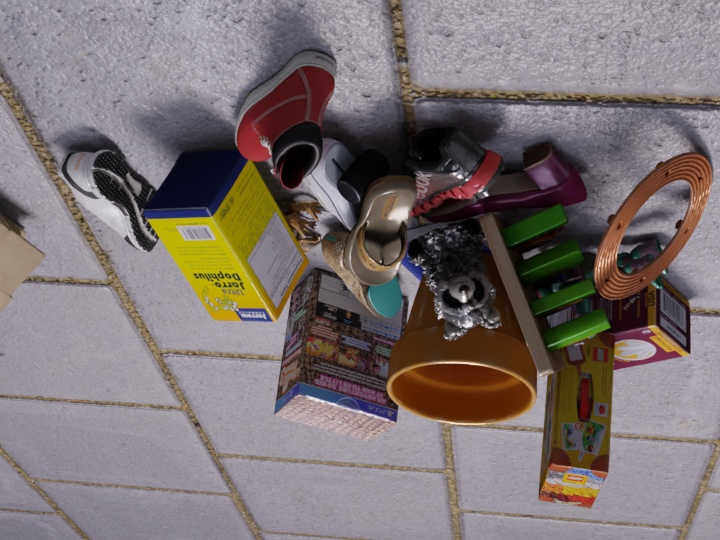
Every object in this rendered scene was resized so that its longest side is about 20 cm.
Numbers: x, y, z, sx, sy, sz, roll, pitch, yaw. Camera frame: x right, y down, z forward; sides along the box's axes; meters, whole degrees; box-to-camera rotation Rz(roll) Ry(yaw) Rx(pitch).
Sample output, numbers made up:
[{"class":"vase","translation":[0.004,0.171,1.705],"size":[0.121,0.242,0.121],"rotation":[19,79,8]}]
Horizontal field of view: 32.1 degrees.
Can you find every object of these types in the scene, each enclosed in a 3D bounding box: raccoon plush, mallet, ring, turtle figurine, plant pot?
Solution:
[{"class":"raccoon plush","translation":[0.136,0.014,1.548],"size":[0.096,0.136,0.200],"rotation":[-22,172,21]},{"class":"mallet","translation":[0.022,-0.071,1.560],"size":[0.041,0.066,0.201],"rotation":[27,159,30]},{"class":"ring","translation":[0.343,-0.054,1.479],"size":[0.019,0.200,0.201],"rotation":[42,172,34]},{"class":"turtle figurine","translation":[0.302,0.021,1.653],"size":[0.198,0.150,0.101],"rotation":[-22,118,27]},{"class":"plant pot","translation":[0.140,0.083,1.680],"size":[0.197,0.185,0.201],"rotation":[5,151,3]}]

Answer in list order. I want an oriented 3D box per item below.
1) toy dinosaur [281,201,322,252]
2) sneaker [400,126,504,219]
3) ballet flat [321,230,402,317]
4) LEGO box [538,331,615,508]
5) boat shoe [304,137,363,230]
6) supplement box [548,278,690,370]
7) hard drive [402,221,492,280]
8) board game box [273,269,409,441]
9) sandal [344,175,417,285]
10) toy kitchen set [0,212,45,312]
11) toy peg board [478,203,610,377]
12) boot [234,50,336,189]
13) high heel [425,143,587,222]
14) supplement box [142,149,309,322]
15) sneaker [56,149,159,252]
[{"class":"toy dinosaur","translation":[-0.113,-0.064,1.657],"size":[0.105,0.061,0.199],"rotation":[-15,144,38]},{"class":"sneaker","translation":[0.082,-0.121,1.498],"size":[0.098,0.071,0.200],"rotation":[41,153,-19]},{"class":"ballet flat","translation":[0.000,0.000,1.762],"size":[0.065,0.071,0.200],"rotation":[22,159,33]},{"class":"LEGO box","translation":[0.297,0.203,1.720],"size":[0.076,0.202,0.149],"rotation":[7,152,4]},{"class":"boat shoe","translation":[-0.024,-0.110,1.560],"size":[0.066,0.074,0.200],"rotation":[23,161,33]},{"class":"supplement box","translation":[0.357,0.081,1.784],"size":[0.198,0.087,0.110],"rotation":[-16,144,37]},{"class":"hard drive","translation":[0.140,-0.004,1.743],"size":[0.131,0.026,0.200],"rotation":[-12,146,31]},{"class":"board game box","translation":[-0.027,0.125,1.835],"size":[0.158,0.202,0.097],"rotation":[18,150,-19]},{"class":"sandal","translation":[0.029,-0.036,1.509],"size":[0.079,0.055,0.201],"rotation":[-7,147,-16]},{"class":"toy kitchen set","translation":[-0.593,-0.024,1.752],"size":[0.163,0.200,0.180],"rotation":[39,176,40]},{"class":"toy peg board","translation":[0.238,0.016,1.540],"size":[0.097,0.202,0.199],"rotation":[-22,173,12]},{"class":"boot","translation":[-0.096,-0.140,1.423],"size":[0.072,0.146,0.200],"rotation":[19,151,-23]},{"class":"high heel","translation":[0.177,-0.082,1.540],"size":[0.198,0.068,0.096],"rotation":[-19,132,35]},{"class":"supplement box","translation":[-0.167,-0.041,1.589],"size":[0.108,0.109,0.201],"rotation":[0,135,33]},{"class":"sneaker","translation":[-0.326,-0.096,1.654],"size":[0.079,0.074,0.201],"rotation":[10,151,27]}]
